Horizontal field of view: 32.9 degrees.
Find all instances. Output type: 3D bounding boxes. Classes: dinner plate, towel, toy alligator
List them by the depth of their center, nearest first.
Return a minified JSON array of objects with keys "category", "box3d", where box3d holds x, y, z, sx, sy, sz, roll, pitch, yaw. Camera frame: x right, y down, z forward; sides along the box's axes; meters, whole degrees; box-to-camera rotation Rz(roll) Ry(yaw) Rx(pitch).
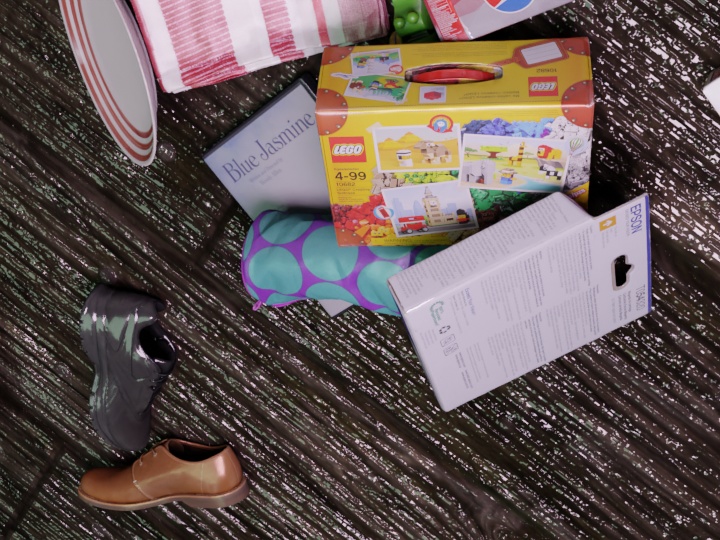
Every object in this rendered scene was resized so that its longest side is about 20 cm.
[{"category":"toy alligator","box3d":[0.048,-0.186,0.966,0.059,0.054,0.201,-13,112,30]},{"category":"towel","box3d":[-0.086,-0.232,0.972,0.199,0.023,0.145,-15,114,3]},{"category":"dinner plate","box3d":[-0.214,-0.188,1.051,0.200,0.024,0.201,51,154,37]}]

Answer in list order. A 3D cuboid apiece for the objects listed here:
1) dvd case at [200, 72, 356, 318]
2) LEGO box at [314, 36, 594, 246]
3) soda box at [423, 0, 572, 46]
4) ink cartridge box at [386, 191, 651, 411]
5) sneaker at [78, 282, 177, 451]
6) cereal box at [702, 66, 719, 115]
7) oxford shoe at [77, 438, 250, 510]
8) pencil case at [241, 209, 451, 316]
[{"category":"dvd case","box3d":[-0.036,-0.063,1.101,0.142,0.018,0.200,-32,102,36]},{"category":"LEGO box","box3d":[0.075,-0.095,0.938,0.199,0.077,0.149,-1,139,7]},{"category":"soda box","box3d":[0.143,-0.231,0.886,0.199,0.070,0.064,-16,111,31]},{"category":"ink cartridge box","box3d":[0.132,0.020,0.964,0.199,0.043,0.197,-27,149,-2]},{"category":"sneaker","box3d":[-0.233,0.109,1.264,0.090,0.076,0.201,5,124,12]},{"category":"cereal box","box3d":[0.367,-0.128,0.862,0.200,0.040,0.144,-33,101,35]},{"category":"oxford shoe","box3d":[-0.220,0.216,1.324,0.199,0.071,0.072,-7,110,16]},{"category":"pencil case","box3d":[0.000,0.000,1.058,0.199,0.085,0.093,8,108,20]}]
